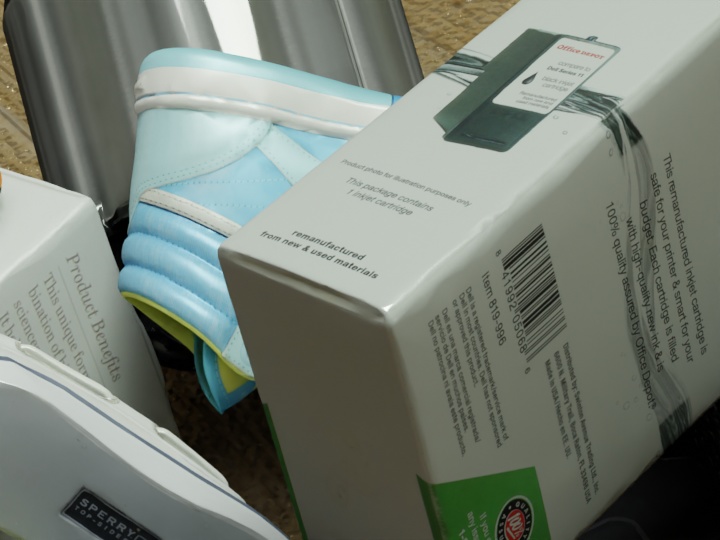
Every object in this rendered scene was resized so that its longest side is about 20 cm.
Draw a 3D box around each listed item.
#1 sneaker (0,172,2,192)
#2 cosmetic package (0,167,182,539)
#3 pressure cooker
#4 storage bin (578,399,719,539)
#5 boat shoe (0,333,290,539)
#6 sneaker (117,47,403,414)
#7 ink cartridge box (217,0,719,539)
[{"bbox_3d":[-0.240,-0.037,1.053,0.199,0.079,0.076,-14,34,5],"label":"sneaker"},{"bbox_3d":[-0.200,0.075,1.099,0.166,0.168,0.200,16,46,39],"label":"cosmetic package"},{"bbox_3d":[-0.054,-0.053,1.179,0.175,0.179,0.201,-20,77,12],"label":"pressure cooker"},{"bbox_3d":[0.089,0.101,1.012,0.134,0.094,0.200,-24,36,-9],"label":"storage bin"},{"bbox_3d":[-0.075,0.090,1.020,0.073,0.200,0.065,-39,23,13],"label":"boat shoe"},{"bbox_3d":[0.000,0.000,1.056,0.198,0.080,0.132,13,80,-3],"label":"sneaker"},{"bbox_3d":[0.060,0.003,0.951,0.083,0.147,0.200,21,49,40],"label":"ink cartridge box"}]
